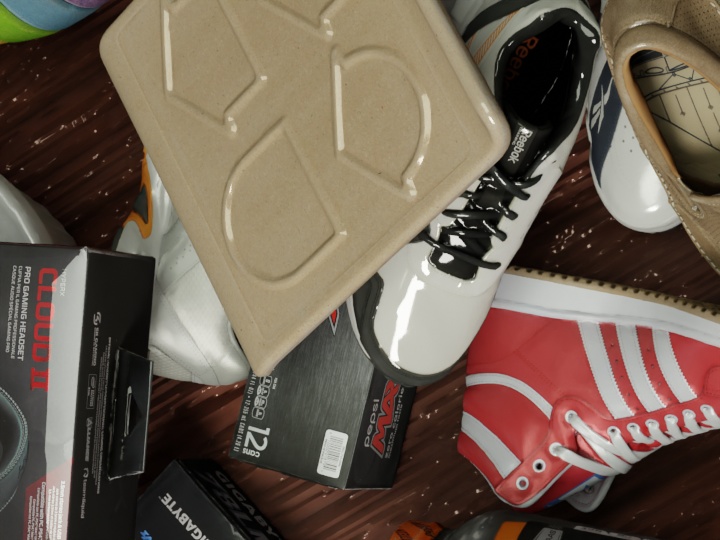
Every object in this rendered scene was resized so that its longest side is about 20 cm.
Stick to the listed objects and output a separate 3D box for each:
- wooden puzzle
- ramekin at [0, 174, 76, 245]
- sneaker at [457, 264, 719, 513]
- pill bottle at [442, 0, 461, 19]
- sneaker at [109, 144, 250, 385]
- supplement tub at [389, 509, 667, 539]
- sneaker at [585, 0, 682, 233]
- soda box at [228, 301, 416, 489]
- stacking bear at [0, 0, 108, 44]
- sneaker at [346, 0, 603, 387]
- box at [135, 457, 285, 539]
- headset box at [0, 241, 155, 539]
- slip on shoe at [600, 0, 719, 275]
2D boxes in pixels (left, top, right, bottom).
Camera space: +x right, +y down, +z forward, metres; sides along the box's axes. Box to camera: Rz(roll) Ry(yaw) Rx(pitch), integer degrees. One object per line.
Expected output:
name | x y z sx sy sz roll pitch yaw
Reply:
wooden puzzle | -0.022 -0.080 1.242 0.200 0.046 0.186 -45 62 39
ramekin | -0.218 0.037 1.389 0.201 0.094 0.203 -1 87 21
sneaker | 0.130 0.067 1.262 0.199 0.071 0.113 12 90 37
pill bottle | 0.072 -0.217 1.286 0.111 0.111 0.200 42 101 17
sneaker | -0.064 -0.039 1.358 0.092 0.076 0.201 16 89 -2
supplement tub | 0.106 0.175 1.241 0.199 0.122 0.123 9 90 17
sneaker | 0.133 -0.119 1.248 0.079 0.130 0.200 19 94 21
soda box | 0.000 0.000 1.322 0.063 0.071 0.201 15 92 21
stacking bear | -0.188 -0.159 1.382 0.199 0.114 0.122 -19 105 28
sneaker | 0.049 -0.041 1.239 0.073 0.080 0.201 16 100 -18
box | -0.083 0.228 1.353 0.200 0.050 0.199 46 103 16
headset box | -0.184 0.060 1.285 0.199 0.077 0.150 4 89 22
slip on shoe | 0.164 -0.043 1.216 0.076 0.061 0.200 -17 122 22
